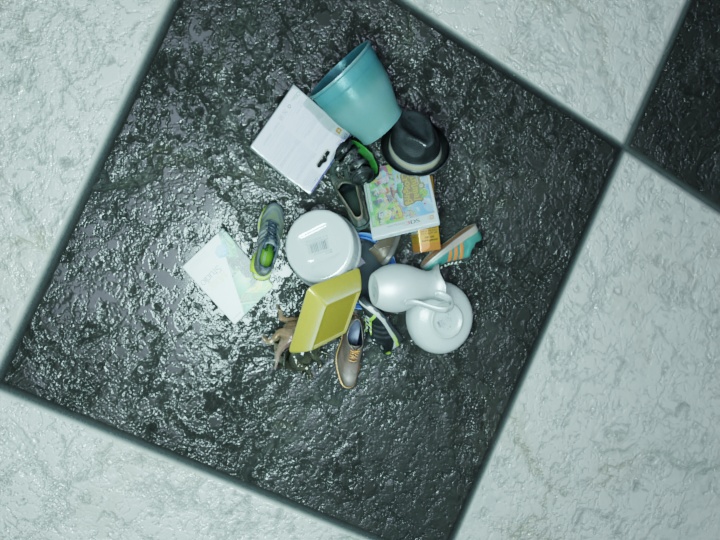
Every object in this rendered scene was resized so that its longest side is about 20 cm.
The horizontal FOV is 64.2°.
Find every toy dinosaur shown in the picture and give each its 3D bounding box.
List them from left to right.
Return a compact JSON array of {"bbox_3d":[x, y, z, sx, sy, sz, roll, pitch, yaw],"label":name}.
[{"bbox_3d":[-0.167,0.156,1.476,0.132,0.202,0.087,-5,127,25],"label":"toy dinosaur"},{"bbox_3d":[-0.141,0.220,1.522,0.198,0.077,0.103,-36,114,-4],"label":"toy dinosaur"}]

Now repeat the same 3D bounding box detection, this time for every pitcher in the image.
[{"bbox_3d":[0.131,0.056,1.475,0.194,0.173,0.124,-4,121,-18],"label":"pitcher"}]

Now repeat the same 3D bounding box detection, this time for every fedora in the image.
[{"bbox_3d":[0.141,-0.345,1.493,0.194,0.092,0.206,-3,62,5],"label":"fedora"}]

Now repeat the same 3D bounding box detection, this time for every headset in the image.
[{"bbox_3d":[-0.009,-0.280,1.449,0.093,0.199,0.125,-38,90,34],"label":"headset"}]

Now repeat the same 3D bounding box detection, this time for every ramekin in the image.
[{"bbox_3d":[-0.098,-0.058,1.471,0.194,0.098,0.207,-1,84,6],"label":"ramekin"}]

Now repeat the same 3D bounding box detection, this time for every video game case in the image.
[{"bbox_3d":[0.102,-0.191,1.503,0.177,0.022,0.205,-12,66,8],"label":"video game case"}]

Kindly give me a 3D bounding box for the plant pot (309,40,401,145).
[{"bbox_3d":[0.003,-0.435,1.457,0.200,0.200,0.188,-45,111,-6],"label":"plant pot"}]

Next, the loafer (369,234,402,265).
[{"bbox_3d":[0.080,-0.113,1.524,0.070,0.073,0.203,29,60,-9],"label":"loafer"}]

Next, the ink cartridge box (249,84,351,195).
[{"bbox_3d":[-0.155,-0.337,1.499,0.198,0.041,0.202,37,86,-13],"label":"ink cartridge box"}]

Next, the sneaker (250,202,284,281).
[{"bbox_3d":[-0.229,-0.078,1.466,0.072,0.081,0.206,12,77,-22],"label":"sneaker"}]

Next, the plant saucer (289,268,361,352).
[{"bbox_3d":[-0.075,0.111,1.439,0.048,0.198,0.204,36,123,25],"label":"plant saucer"}]

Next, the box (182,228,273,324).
[{"bbox_3d":[-0.340,0.015,1.483,0.144,0.036,0.201,-43,103,-7],"label":"box"}]

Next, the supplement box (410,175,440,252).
[{"bbox_3d":[0.170,-0.155,1.572,0.065,0.069,0.207,-9,92,-13],"label":"supplement box"}]

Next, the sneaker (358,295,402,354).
[{"bbox_3d":[0.042,0.157,1.539,0.082,0.072,0.201,-39,121,-1],"label":"sneaker"}]

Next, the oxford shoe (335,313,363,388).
[{"bbox_3d":[-0.027,0.221,1.548,0.069,0.073,0.207,1,94,-13],"label":"oxford shoe"}]

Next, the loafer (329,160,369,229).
[{"bbox_3d":[-0.029,-0.206,1.486,0.070,0.063,0.204,-25,72,1],"label":"loafer"}]

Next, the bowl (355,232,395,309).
[{"bbox_3d":[0.000,0.000,1.557,0.194,0.039,0.207,-1,94,-12],"label":"bowl"}]

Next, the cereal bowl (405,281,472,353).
[{"bbox_3d":[0.228,0.134,1.596,0.194,0.083,0.207,-1,94,-13],"label":"cereal bowl"}]

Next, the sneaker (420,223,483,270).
[{"bbox_3d":[0.260,-0.043,1.597,0.198,0.071,0.081,-35,101,-7],"label":"sneaker"}]
